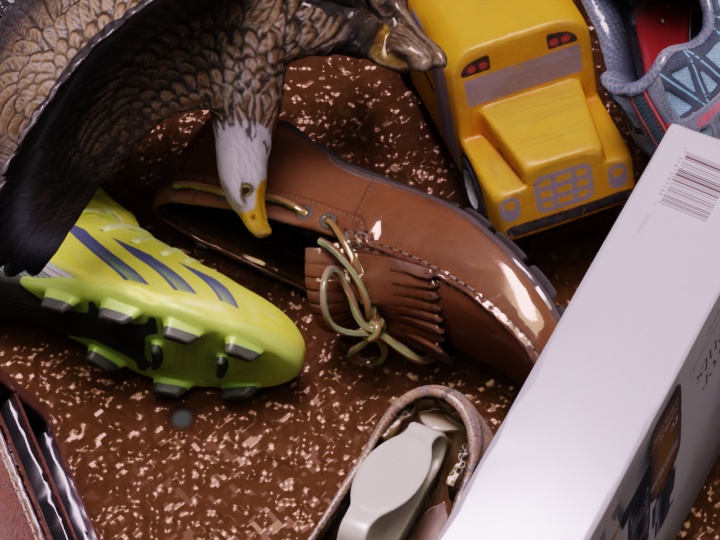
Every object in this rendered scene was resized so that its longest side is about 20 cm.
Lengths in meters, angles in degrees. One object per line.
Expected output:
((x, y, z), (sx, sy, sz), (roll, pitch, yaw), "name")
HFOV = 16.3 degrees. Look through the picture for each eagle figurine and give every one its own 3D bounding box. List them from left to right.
((-0.072, -0.080, 0.986), (0.199, 0.152, 0.152), (-11, 63, -12), "eagle figurine")

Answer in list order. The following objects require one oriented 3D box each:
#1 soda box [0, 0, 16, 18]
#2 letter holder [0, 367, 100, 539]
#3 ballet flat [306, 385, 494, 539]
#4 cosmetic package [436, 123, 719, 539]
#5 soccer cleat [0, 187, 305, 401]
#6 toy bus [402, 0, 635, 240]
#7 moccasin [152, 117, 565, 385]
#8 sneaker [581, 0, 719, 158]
((-0.183, -0.150, 1.137), (0.200, 0.071, 0.063), (37, 68, 24), "soda box")
((-0.194, 0.141, 0.923), (0.199, 0.101, 0.143), (-27, 70, 1), "letter holder")
((-0.008, 0.125, 0.954), (0.068, 0.067, 0.201), (19, 62, 16), "ballet flat")
((0.093, 0.069, 0.932), (0.051, 0.151, 0.200), (23, 63, 16), "cosmetic package")
((-0.111, -0.005, 1.046), (0.199, 0.065, 0.084), (16, 58, 14), "soccer cleat")
((0.053, -0.103, 1.072), (0.065, 0.079, 0.200), (-17, 42, -7), "toy bus")
((0.000, -0.001, 1.027), (0.201, 0.074, 0.078), (31, 65, 23), "moccasin")
((0.132, -0.132, 1.025), (0.079, 0.095, 0.201), (-27, 48, 33), "sneaker")
